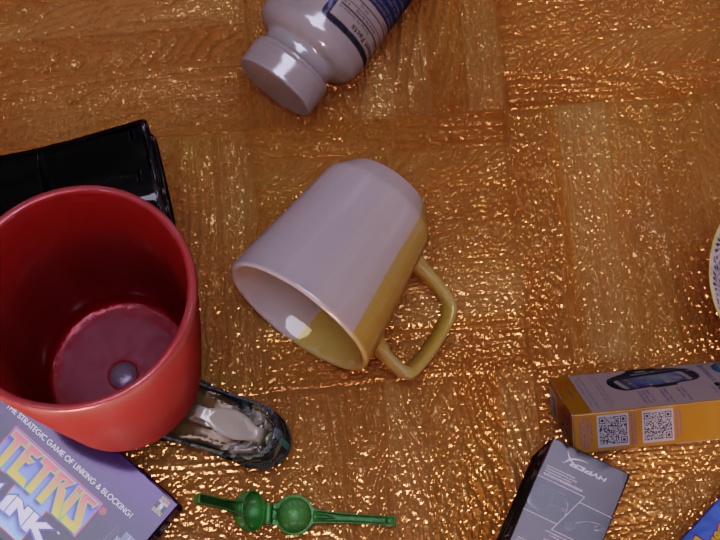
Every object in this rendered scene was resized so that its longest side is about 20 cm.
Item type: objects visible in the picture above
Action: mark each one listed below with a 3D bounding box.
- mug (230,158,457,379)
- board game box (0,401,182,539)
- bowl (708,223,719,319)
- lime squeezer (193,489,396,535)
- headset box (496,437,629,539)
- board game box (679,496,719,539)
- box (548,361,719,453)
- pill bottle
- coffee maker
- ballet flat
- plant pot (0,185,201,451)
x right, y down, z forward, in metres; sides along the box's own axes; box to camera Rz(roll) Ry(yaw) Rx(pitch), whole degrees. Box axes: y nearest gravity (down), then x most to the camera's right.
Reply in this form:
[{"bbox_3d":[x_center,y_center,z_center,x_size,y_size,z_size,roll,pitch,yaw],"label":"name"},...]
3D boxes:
[{"bbox_3d":[-0.008,-0.005,1.380,0.148,0.187,0.154,20,65,37],"label":"mug"},{"bbox_3d":[-0.285,0.209,1.352,0.199,0.057,0.166,39,81,8],"label":"board game box"},{"bbox_3d":[0.403,0.020,1.375,0.198,0.094,0.204,1,73,-2],"label":"bowl"},{"bbox_3d":[-0.068,0.212,1.351,0.198,0.071,0.038,12,57,-28],"label":"lime squeezer"},{"bbox_3d":[0.148,0.257,1.296,0.077,0.149,0.202,25,79,5],"label":"headset box"},{"bbox_3d":[0.342,0.274,1.332,0.200,0.045,0.134,-44,68,-9],"label":"board game box"},{"bbox_3d":[0.274,0.118,1.342,0.197,0.119,0.042,-4,101,-1],"label":"box"},{"bbox_3d":[-0.023,-0.249,1.429,0.110,0.111,0.201,35,79,7],"label":"pill bottle"},{"bbox_3d":[-0.267,-0.051,1.341,0.197,0.192,0.136,-15,77,-4],"label":"coffee maker"},{"bbox_3d":[-0.156,0.124,1.366,0.197,0.074,0.075,14,77,3],"label":"ballet flat"},{"bbox_3d":[-0.217,0.057,1.268,0.197,0.178,0.203,-2,64,5],"label":"plant pot"}]
